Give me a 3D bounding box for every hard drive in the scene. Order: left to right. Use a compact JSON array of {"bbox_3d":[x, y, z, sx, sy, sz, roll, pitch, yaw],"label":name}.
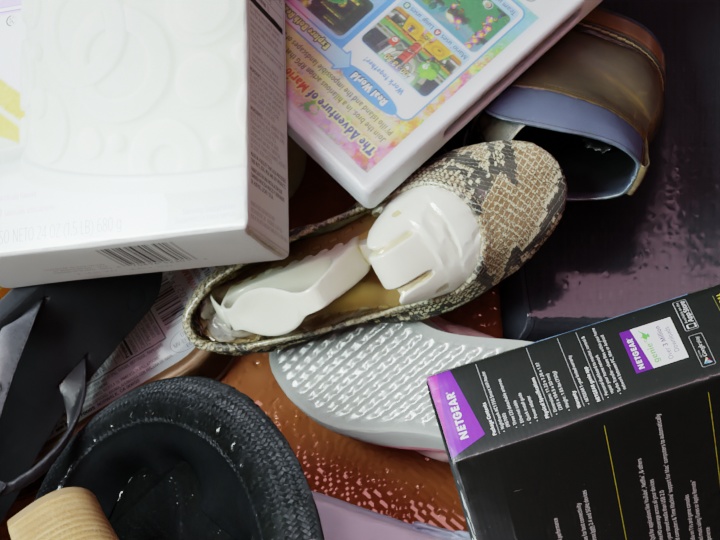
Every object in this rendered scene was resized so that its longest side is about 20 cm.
[{"bbox_3d":[0.137,-0.054,0.866,0.134,0.042,0.202,1,71,7],"label":"hard drive"}]

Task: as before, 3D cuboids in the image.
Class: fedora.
[{"bbox_3d":[-0.068,0.150,0.756,0.199,0.091,0.202,-17,60,33],"label":"fedora"}]

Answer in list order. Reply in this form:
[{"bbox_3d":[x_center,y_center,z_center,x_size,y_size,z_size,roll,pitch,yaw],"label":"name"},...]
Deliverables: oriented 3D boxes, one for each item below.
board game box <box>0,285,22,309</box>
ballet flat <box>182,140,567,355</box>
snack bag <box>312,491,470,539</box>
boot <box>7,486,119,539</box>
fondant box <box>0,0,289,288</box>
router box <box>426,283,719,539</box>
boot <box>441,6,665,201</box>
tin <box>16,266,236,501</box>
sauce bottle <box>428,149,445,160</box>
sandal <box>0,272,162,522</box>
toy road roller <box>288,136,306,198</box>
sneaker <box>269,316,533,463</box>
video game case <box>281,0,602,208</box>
[{"bbox_3d":[-0.303,0.047,0.771,0.199,0.200,0.201,14,73,33],"label":"board game box"},{"bbox_3d":[0.000,0.000,0.778,0.199,0.075,0.068,-21,95,29],"label":"ballet flat"},{"bbox_3d":[-0.054,0.195,0.813,0.187,0.021,0.201,16,74,12],"label":"snack bag"},{"bbox_3d":[-0.159,0.196,0.692,0.201,0.071,0.144,-40,46,9],"label":"boot"},{"bbox_3d":[-0.108,-0.101,0.753,0.143,0.058,0.202,-6,75,17],"label":"fondant box"},{"bbox_3d":[0.121,0.104,0.728,0.148,0.201,0.051,-17,43,0],"label":"router box"},{"bbox_3d":[0.050,-0.092,0.797,0.198,0.075,0.097,10,39,-1],"label":"boot"},{"bbox_3d":[-0.152,0.038,0.873,0.199,0.042,0.112,-31,66,-4],"label":"tin"},{"bbox_3d":[0.036,-0.129,0.895,0.064,0.065,0.202,-6,74,5],"label":"sauce bottle"},{"bbox_3d":[-0.151,0.050,0.770,0.043,0.076,0.201,6,53,39],"label":"sandal"},{"bbox_3d":[-0.123,-0.114,0.876,0.145,0.123,0.201,-21,65,-1],"label":"toy road roller"},{"bbox_3d":[0.048,0.064,0.827,0.199,0.104,0.076,14,78,43],"label":"sneaker"},{"bbox_3d":[0.003,-0.153,0.795,0.182,0.024,0.200,-42,68,-10],"label":"video game case"}]
